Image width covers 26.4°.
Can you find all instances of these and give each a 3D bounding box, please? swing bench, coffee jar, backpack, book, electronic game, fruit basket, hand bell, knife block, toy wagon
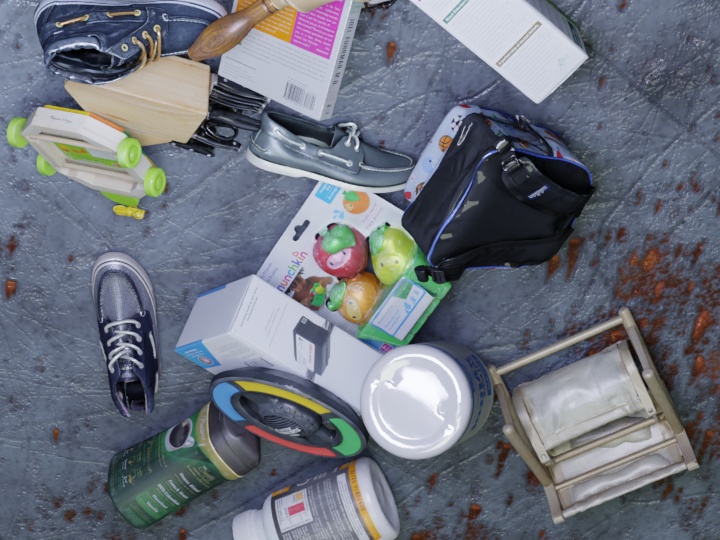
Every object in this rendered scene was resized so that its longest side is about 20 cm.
[{"bbox_3d":[0.292,0.187,1.934,0.198,0.130,0.200,-24,128,10],"label":"swing bench"},{"bbox_3d":[-0.218,0.240,1.939,0.200,0.104,0.085,-29,122,15],"label":"coffee jar"},{"bbox_3d":[0.156,-0.086,1.713,0.190,0.154,0.200,10,129,-35],"label":"backpack"},{"bbox_3d":[-0.065,-0.272,1.582,0.133,0.048,0.200,27,114,22],"label":"book"},{"bbox_3d":[-0.085,0.171,1.814,0.199,0.042,0.200,16,154,8],"label":"electronic game"},{"bbox_3d":[0.000,0.000,1.805,0.200,0.094,0.185,28,118,-17],"label":"fruit basket"},{"bbox_3d":[-0.094,-0.261,1.514,0.200,0.104,0.104,-29,122,26],"label":"hand bell"},{"bbox_3d":[-0.197,-0.190,1.636,0.175,0.064,0.200,-9,152,16],"label":"knife block"},{"bbox_3d":[-0.290,-0.117,1.694,0.155,0.040,0.200,12,161,22],"label":"toy wagon"}]

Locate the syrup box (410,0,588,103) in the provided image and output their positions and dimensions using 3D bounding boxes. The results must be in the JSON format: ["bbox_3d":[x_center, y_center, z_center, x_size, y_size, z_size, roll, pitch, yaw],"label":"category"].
[{"bbox_3d":[0.142,-0.277,1.637,0.200,0.079,0.081,36,115,-24],"label":"syrup box"}]

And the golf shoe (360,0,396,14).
[{"bbox_3d":[-0.007,-0.299,1.603,0.078,0.095,0.200,33,117,-27],"label":"golf shoe"}]

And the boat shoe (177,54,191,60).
[{"bbox_3d":[-0.233,-0.286,1.609,0.070,0.070,0.200,-24,123,10],"label":"boat shoe"}]

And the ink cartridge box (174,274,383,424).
[{"bbox_3d":[-0.097,0.099,1.829,0.200,0.084,0.145,33,152,-24],"label":"ink cartridge box"}]

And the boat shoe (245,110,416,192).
[{"bbox_3d":[-0.026,-0.135,1.722,0.199,0.073,0.062,9,119,-13],"label":"boat shoe"}]

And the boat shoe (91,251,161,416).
[{"bbox_3d":[-0.277,0.082,1.835,0.074,0.093,0.200,-10,124,2],"label":"boat shoe"}]

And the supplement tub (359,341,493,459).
[{"bbox_3d":[0.082,0.150,1.814,0.132,0.200,0.132,0,90,14],"label":"supplement tub"}]

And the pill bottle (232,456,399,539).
[{"bbox_3d":[-0.058,0.329,2.004,0.200,0.117,0.117,-22,123,10],"label":"pill bottle"}]

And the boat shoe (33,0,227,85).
[{"bbox_3d":[-0.226,-0.229,1.550,0.200,0.091,0.071,-2,136,-17],"label":"boat shoe"}]
